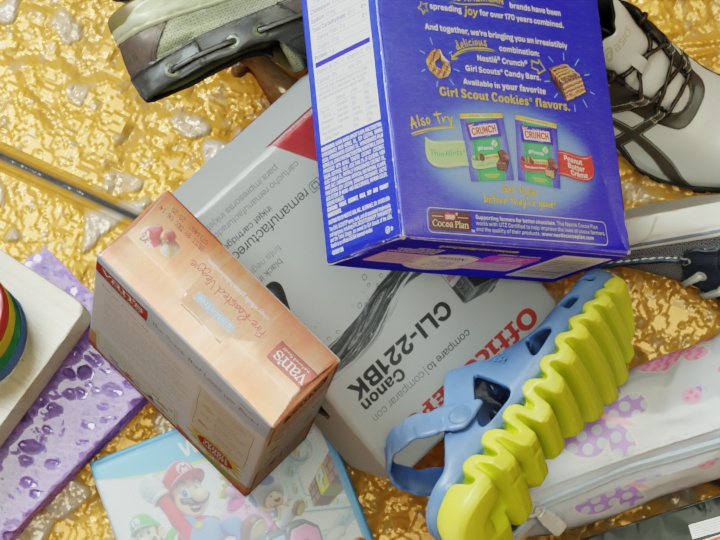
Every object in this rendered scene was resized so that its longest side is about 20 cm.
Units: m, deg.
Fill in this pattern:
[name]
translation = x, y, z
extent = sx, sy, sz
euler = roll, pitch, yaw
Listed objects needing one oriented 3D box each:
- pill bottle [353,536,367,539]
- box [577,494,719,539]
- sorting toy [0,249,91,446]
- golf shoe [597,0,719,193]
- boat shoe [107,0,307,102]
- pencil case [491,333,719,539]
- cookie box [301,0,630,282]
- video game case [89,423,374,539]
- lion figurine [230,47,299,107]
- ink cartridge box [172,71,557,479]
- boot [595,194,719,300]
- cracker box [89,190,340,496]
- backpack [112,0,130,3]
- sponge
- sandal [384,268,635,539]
[pill bottle]
translation = 0.069, 0.222, 1.595
extent = 0.200, 0.106, 0.106
euler = 27, 80, 8
[box]
translation = 0.158, 0.231, 1.668
extent = 0.199, 0.049, 0.160
euler = -18, 75, -2
[sorting toy]
translation = -0.298, 0.045, 1.691
extent = 0.200, 0.070, 0.199
euler = 31, 78, 21
[golf shoe]
translation = 0.165, -0.110, 1.722
extent = 0.199, 0.095, 0.078
euler = 25, 78, 6
[boat shoe]
translation = -0.045, -0.146, 1.683
extent = 0.199, 0.073, 0.065
euler = -16, 86, -6
[pencil case]
translation = 0.155, 0.099, 1.674
extent = 0.199, 0.091, 0.083
euler = -20, 95, -4
[cookie box]
translation = 0.056, -0.102, 1.602
extent = 0.171, 0.075, 0.201
euler = 4, 75, -39
[video game case]
translation = -0.060, 0.181, 1.702
extent = 0.143, 0.018, 0.201
euler = -21, 77, -2
[lion figurine]
translation = -0.001, -0.112, 1.740
extent = 0.200, 0.072, 0.123
euler = -42, 82, -9
[ink cartridge box]
translation = 0.000, 0.000, 1.663
extent = 0.144, 0.084, 0.200
euler = -43, 107, -12
[boot]
translation = 0.219, 0.001, 1.709
extent = 0.199, 0.073, 0.091
euler = -9, 96, 11
[cracker box]
translation = -0.085, 0.045, 1.616
extent = 0.134, 0.200, 0.058
euler = 45, 75, 6
[backpack]
translation = -0.081, -0.243, 1.718
extent = 0.199, 0.183, 0.147
euler = -11, 79, -11
[sponge]
translation = -0.219, 0.095, 1.722
extent = 0.112, 0.030, 0.200
euler = 43, 82, 10
[sandal]
translation = 0.082, 0.071, 1.615
extent = 0.087, 0.080, 0.200
euler = 21, 55, 34
